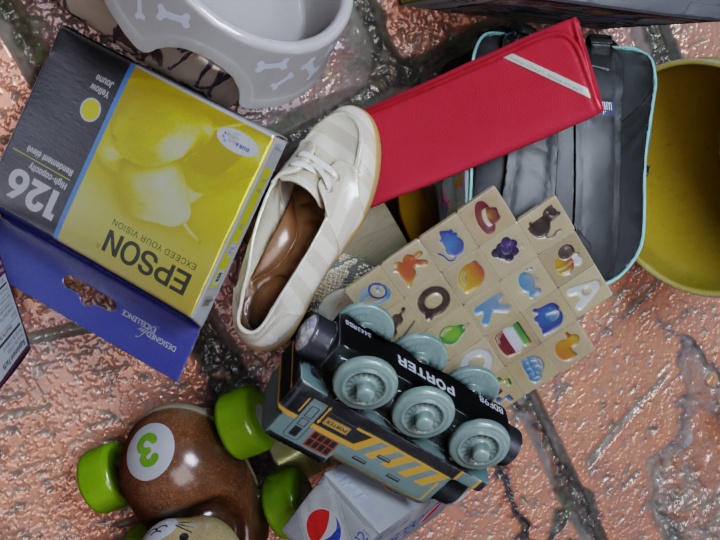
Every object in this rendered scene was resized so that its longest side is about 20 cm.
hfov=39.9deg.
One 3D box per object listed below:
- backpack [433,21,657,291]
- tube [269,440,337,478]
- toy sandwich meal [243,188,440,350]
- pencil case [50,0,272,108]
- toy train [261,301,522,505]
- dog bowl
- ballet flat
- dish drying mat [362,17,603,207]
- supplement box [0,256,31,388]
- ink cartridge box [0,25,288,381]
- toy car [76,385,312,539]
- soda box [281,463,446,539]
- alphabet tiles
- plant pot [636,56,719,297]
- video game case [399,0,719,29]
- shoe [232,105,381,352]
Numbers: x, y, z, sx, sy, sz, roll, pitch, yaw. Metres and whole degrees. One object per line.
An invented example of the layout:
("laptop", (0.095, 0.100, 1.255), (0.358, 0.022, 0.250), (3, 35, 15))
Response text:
("backpack", (0.143, -0.076, 0.812), (0.173, 0.153, 0.204), (4, 77, -18))
("tube", (0.012, 0.125, 0.881), (0.198, 0.058, 0.053), (-26, 88, -11))
("toy sandwich meal", (0.000, 0.000, 0.839), (0.202, 0.070, 0.209), (-4, 103, -15))
("pencil case", (-0.155, -0.204, 0.746), (0.199, 0.078, 0.090), (33, 106, -20))
("toy train", (0.023, 0.105, 0.728), (0.198, 0.086, 0.114), (31, 120, -23))
("dog bowl", (-0.090, -0.219, 0.713), (0.198, 0.058, 0.203), (18, 57, -30))
("ballet flat", (0.026, 0.044, 0.787), (0.198, 0.076, 0.068), (25, 120, -24))
("dish drying mat", (0.078, -0.115, 0.738), (0.198, 0.018, 0.078), (-20, 78, 25))
("supplement box", (-0.338, -0.004, 0.713), (0.129, 0.103, 0.203), (-12, 106, 1))
("ink cartridge box", (-0.181, -0.050, 0.744), (0.196, 0.047, 0.202), (27, 93, 12))
("toy car", (-0.139, 0.211, 0.755), (0.162, 0.201, 0.159), (-22, 109, 13))
("soda box", (0.023, 0.186, 0.821), (0.063, 0.199, 0.069), (43, 114, 19))
("alphabet tiles", (0.085, 0.037, 0.749), (0.199, 0.006, 0.167), (-34, 115, 8))
("plant pot", (0.328, -0.095, 0.864), (0.141, 0.198, 0.203), (-22, 109, -37))
("video game case", (0.149, -0.212, 0.775), (0.197, 0.181, 0.026), (3, 100, -16))
("shoe", (-0.041, -0.035, 0.739), (0.069, 0.053, 0.203), (22, 83, 17))
